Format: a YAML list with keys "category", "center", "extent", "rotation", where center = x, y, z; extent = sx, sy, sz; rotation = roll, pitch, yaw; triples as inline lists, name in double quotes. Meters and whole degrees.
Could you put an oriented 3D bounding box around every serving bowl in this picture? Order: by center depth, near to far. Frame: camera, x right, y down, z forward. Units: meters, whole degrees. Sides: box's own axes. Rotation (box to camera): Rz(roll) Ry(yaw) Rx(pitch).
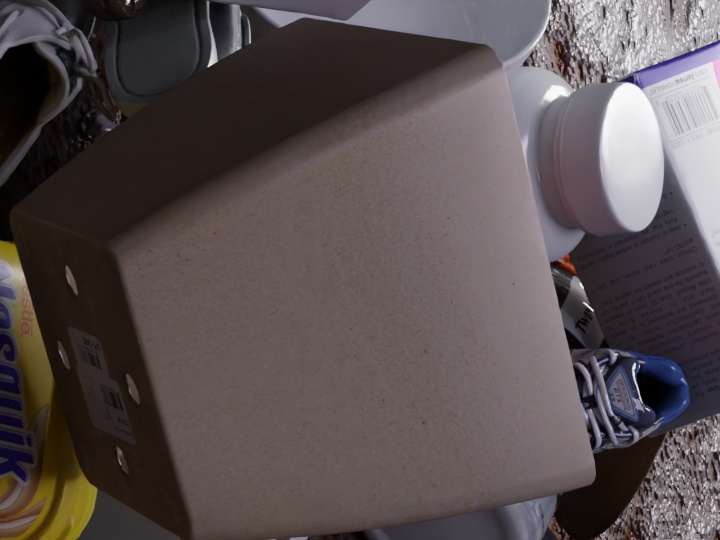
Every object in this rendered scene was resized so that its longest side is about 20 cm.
- category: "serving bowl"
  center: [0.002, -0.154, 1.517]
  extent: [0.200, 0.200, 0.066]
  rotation: [-55, 171, -45]

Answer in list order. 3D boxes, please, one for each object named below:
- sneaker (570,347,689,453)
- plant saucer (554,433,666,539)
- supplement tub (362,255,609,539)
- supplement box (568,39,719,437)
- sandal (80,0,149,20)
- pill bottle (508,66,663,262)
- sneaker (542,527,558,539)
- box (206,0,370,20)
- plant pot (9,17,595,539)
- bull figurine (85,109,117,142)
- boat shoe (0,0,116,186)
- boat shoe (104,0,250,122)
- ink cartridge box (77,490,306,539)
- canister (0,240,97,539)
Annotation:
- category: "sneaker"
  center: [0.113, 0.071, 1.518]
  extent: [0.200, 0.085, 0.077]
  rotation: [-10, 88, -53]
- category: "plant saucer"
  center: [0.155, 0.073, 1.758]
  extent: [0.035, 0.200, 0.200]
  rotation: [19, 64, -12]
- category: "supplement tub"
  center: [0.079, 0.081, 1.645]
  extent: [0.200, 0.122, 0.123]
  rotation: [-60, 135, -42]
- category: "supplement box"
  center: [0.193, -0.018, 1.616]
  extent: [0.101, 0.103, 0.200]
  rotation: [-22, 87, -47]
- category: "sandal"
  center: [-0.159, -0.208, 1.332]
  extent: [0.082, 0.055, 0.200]
  rotation: [-12, 80, -67]
- category: "pill bottle"
  center: [0.065, -0.057, 1.558]
  extent: [0.113, 0.200, 0.113]
  rotation: [8, 80, -58]
- category: "sneaker"
  center: [0.085, 0.204, 1.639]
  extent: [0.079, 0.075, 0.200]
  rotation: [35, 27, -44]
- category: "box"
  center: [-0.053, -0.236, 1.347]
  extent: [0.124, 0.097, 0.200]
  rotation: [3, 59, -44]
- category: "plant pot"
  center: [-0.039, 0.014, 1.208]
  extent: [0.177, 0.200, 0.200]
  rotation: [-20, 107, -23]
- category: "bull figurine"
  center: [-0.082, -0.047, 1.390]
  extent: [0.200, 0.121, 0.065]
  rotation: [-76, -168, -51]
- category: "boat shoe"
  center: [-0.156, -0.093, 1.305]
  extent: [0.202, 0.086, 0.075]
  rotation: [-55, 134, -49]
- category: "boat shoe"
  center: [-0.093, -0.119, 1.368]
  extent: [0.200, 0.076, 0.060]
  rotation: [-84, 162, -50]
- category: "ink cartridge box"
  center: [-0.077, 0.075, 1.424]
  extent: [0.200, 0.083, 0.145]
  rotation: [-52, 131, -48]
- category: "canister"
  center: [-0.206, 0.046, 1.215]
  extent: [0.200, 0.086, 0.149]
  rotation: [18, 72, -55]
